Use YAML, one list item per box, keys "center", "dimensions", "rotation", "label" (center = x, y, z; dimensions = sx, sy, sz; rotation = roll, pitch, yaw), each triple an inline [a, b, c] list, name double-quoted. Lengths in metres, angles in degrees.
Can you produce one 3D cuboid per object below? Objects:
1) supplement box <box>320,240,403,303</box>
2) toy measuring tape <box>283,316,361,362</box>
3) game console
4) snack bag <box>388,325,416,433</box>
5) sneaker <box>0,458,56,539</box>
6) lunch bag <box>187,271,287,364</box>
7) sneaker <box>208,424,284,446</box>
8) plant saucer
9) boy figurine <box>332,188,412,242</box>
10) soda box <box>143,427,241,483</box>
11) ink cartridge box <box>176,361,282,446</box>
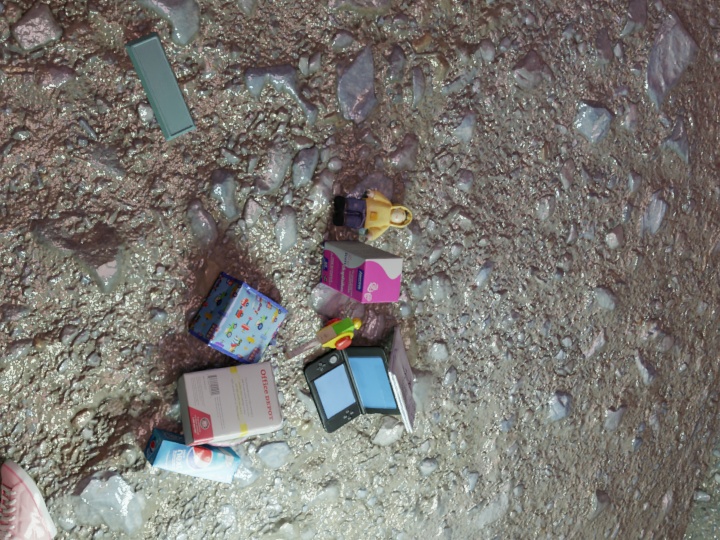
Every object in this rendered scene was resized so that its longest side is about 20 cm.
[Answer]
- center: [0.000, 0.000, 1.769]
  dimensions: [0.103, 0.199, 0.102]
  rotation: [-2, 103, -32]
  label: "supplement box"
- center: [-0.085, 0.169, 1.850]
  dimensions: [0.199, 0.074, 0.074]
  rotation: [-28, 117, -5]
  label: "toy measuring tape"
- center: [-0.018, 0.289, 1.883]
  dimensions: [0.175, 0.116, 0.202]
  rotation: [-28, 115, -24]
  label: "game console"
- center: [0.107, 0.266, 1.931]
  dimensions: [0.021, 0.201, 0.190]
  rotation: [-11, 117, 14]
  label: "snack bag"
- center: [-0.676, 0.473, 1.526]
  dimensions: [0.104, 0.075, 0.202]
  rotation: [-35, 124, -40]
  label: "sneaker"
- center: [-0.250, 0.121, 1.719]
  dimensions: [0.200, 0.094, 0.151]
  rotation: [37, 79, -43]
  label: "lunch bag"
- center: [-0.271, 0.334, 1.770]
  dimensions: [0.199, 0.080, 0.087]
  rotation: [-11, 96, -38]
  label: "sneaker"
- center: [-0.389, -0.360, 1.541]
  dimensions: [0.070, 0.019, 0.201]
  rotation: [-30, 116, -23]
  label: "plant saucer"
- center: [0.032, -0.127, 1.841]
  dimensions: [0.198, 0.064, 0.126]
  rotation: [4, 97, -30]
  label: "boy figurine"
- center: [-0.367, 0.409, 1.721]
  dimensions: [0.199, 0.068, 0.065]
  rotation: [23, 90, -34]
  label: "soda box"
- center: [-0.283, 0.288, 1.692]
  dimensions: [0.198, 0.083, 0.147]
  rotation: [-4, 72, -27]
  label: "ink cartridge box"
